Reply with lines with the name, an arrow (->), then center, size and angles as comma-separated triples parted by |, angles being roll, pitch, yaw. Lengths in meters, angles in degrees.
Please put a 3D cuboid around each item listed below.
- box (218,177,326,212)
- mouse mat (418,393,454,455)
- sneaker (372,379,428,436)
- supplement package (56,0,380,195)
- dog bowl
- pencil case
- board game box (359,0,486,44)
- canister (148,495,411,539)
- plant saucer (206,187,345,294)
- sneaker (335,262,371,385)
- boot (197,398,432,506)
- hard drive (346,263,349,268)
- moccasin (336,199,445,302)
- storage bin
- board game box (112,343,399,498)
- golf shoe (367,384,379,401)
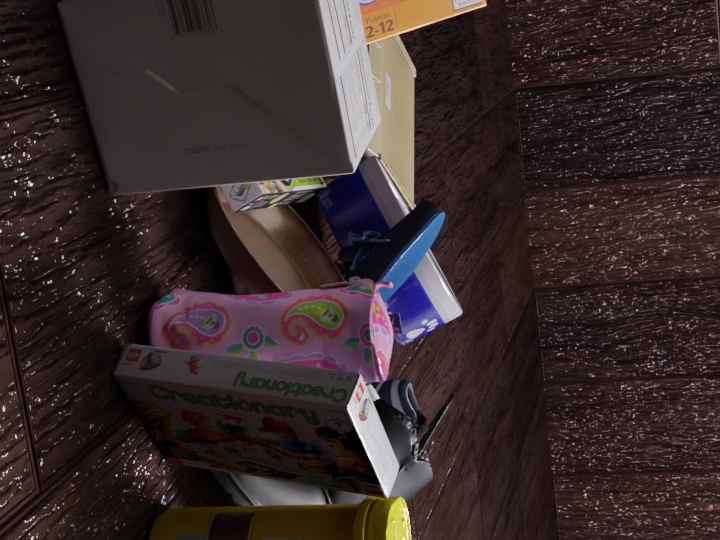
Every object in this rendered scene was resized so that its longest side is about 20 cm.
box -> -0.098, -0.114, 1.235 | 0.111, 0.035, 0.200 | 61, 15, 2
mouse mat -> 0.049, 0.247, 1.554 | 0.201, 0.007, 0.161 | -58, 176, -24
sneaker -> 0.023, 0.220, 1.535 | 0.070, 0.107, 0.202 | 44, 44, -67
supplement package -> -0.101, -0.157, 0.998 | 0.111, 0.198, 0.157 | -66, 148, -60
dog bowl -> 0.032, -0.021, 1.458 | 0.201, 0.078, 0.200 | 60, 4, -7
pencil case -> -0.069, 0.052, 1.064 | 0.087, 0.198, 0.088 | -4, 90, -80
board game box -> -0.038, -0.309, 1.127 | 0.200, 0.198, 0.202 | 34, -40, 57
canister -> -0.061, 0.257, 1.042 | 0.086, 0.198, 0.150 | -17, 102, -74
plant saucer -> -0.080, -0.013, 1.217 | 0.200, 0.037, 0.201 | 46, 15, -16
sneaker -> 0.003, 0.067, 1.422 | 0.088, 0.076, 0.201 | 40, 17, -28
boot -> -0.035, 0.175, 1.180 | 0.168, 0.076, 0.201 | -47, 123, -13
hard drive -> 0.014, 0.008, 1.703 | 0.140, 0.033, 0.202 | 63, 27, -56
moccasin -> 0.000, 0.000, 1.321 | 0.200, 0.068, 0.080 | -47, 161, -1
storage bin -> 0.002, -0.191, 1.597 | 0.199, 0.093, 0.202 | 48, 40, -65
board game box -> -0.079, 0.115, 1.013 | 0.127, 0.198, 0.035 | 69, 35, -46
golf shoe -> -0.014, 0.210, 1.393 | 0.097, 0.078, 0.202 | -91, -162, -65
